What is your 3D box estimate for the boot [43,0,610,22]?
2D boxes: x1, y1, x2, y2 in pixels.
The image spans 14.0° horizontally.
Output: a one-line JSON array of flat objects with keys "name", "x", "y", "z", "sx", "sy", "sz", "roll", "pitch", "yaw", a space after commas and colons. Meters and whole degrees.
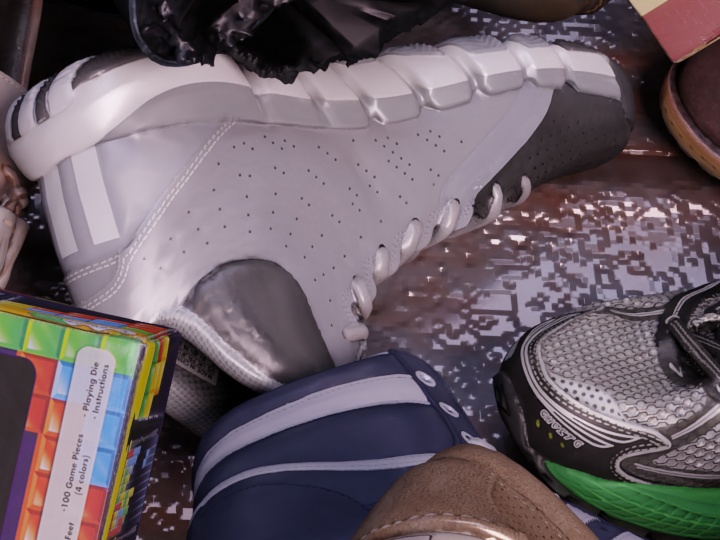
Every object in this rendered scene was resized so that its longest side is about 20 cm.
[{"name": "boot", "x": -0.027, "y": -0.097, "z": 0.879, "sx": 0.200, "sy": 0.075, "sz": 0.097, "roll": 23, "pitch": 54, "yaw": 26}]

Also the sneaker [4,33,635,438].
[{"name": "sneaker", "x": 0.000, "y": 0.000, "z": 0.805, "sx": 0.200, "sy": 0.075, "sz": 0.116, "roll": -5, "pitch": 76, "yaw": -34}]

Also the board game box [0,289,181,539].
[{"name": "board game box", "x": -0.141, "y": 0.091, "z": 0.619, "sx": 0.165, "sy": 0.057, "sz": 0.200, "roll": 14, "pitch": 92, "yaw": 5}]

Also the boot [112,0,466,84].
[{"name": "boot", "x": -0.006, "y": -0.127, "z": 0.791, "sx": 0.200, "sy": 0.076, "sz": 0.168, "roll": -18, "pitch": 46, "yaw": -28}]

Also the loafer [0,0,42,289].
[{"name": "loafer", "x": -0.109, "y": -0.053, "z": 0.800, "sx": 0.063, "sy": 0.072, "sz": 0.200, "roll": -4, "pitch": 63, "yaw": 1}]

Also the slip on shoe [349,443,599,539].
[{"name": "slip on shoe", "x": 0.067, "y": 0.122, "z": 0.643, "sx": 0.200, "sy": 0.076, "sz": 0.061, "roll": 46, "pitch": 33, "yaw": -13}]

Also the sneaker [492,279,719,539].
[{"name": "sneaker", "x": 0.129, "y": 0.013, "z": 0.789, "sx": 0.200, "sy": 0.085, "sz": 0.078, "roll": -12, "pitch": 51, "yaw": -17}]

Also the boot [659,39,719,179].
[{"name": "boot", "x": 0.194, "y": -0.076, "z": 0.822, "sx": 0.200, "sy": 0.166, "sz": 0.072, "roll": 13, "pitch": 48, "yaw": 4}]

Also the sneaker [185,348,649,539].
[{"name": "sneaker", "x": 0.049, "y": 0.081, "z": 0.726, "sx": 0.200, "sy": 0.070, "sz": 0.109, "roll": 14, "pitch": 26, "yaw": -15}]

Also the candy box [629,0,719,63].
[{"name": "candy box", "x": 0.155, "y": -0.144, "z": 0.879, "sx": 0.055, "sy": 0.115, "sz": 0.200, "roll": 54, "pitch": 37, "yaw": -6}]
